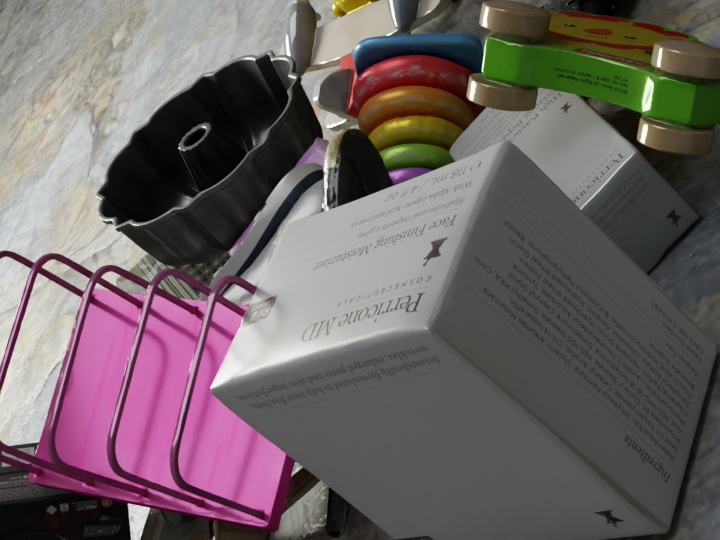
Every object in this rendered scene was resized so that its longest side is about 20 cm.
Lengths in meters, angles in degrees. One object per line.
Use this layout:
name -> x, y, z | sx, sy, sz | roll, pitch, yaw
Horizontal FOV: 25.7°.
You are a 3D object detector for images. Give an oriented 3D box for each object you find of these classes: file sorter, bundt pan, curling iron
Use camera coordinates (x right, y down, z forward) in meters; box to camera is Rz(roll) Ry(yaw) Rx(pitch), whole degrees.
file sorter -> -0.147, 0.069, 0.998 | 0.198, 0.125, 0.140 | 5, 73, 30
bundt pan -> -0.112, -0.082, 1.276 | 0.201, 0.076, 0.203 | -28, 33, 19
curling iron -> -0.010, 0.111, 1.155 | 0.201, 0.025, 0.050 | -89, 24, -46

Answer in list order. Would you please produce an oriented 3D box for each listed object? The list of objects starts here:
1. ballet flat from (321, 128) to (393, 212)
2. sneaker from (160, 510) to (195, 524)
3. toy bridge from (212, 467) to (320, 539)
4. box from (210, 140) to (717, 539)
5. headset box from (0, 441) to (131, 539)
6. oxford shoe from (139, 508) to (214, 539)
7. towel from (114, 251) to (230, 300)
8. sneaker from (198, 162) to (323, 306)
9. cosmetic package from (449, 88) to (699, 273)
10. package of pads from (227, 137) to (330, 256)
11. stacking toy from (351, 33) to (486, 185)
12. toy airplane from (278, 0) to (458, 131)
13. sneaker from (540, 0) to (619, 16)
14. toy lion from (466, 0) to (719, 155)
ballet flat -> -0.004, 0.009, 1.033 | 0.056, 0.066, 0.202 | -6, 90, 46
sneaker -> -0.094, 0.099, 1.166 | 0.078, 0.076, 0.201 | 9, 53, 14
toy bridge -> -0.050, 0.121, 1.104 | 0.027, 0.066, 0.201 | -107, 29, -51
box -> 0.060, 0.057, 0.908 | 0.198, 0.200, 0.132 | -18, 40, 47
headset box -> -0.236, 0.228, 1.144 | 0.147, 0.202, 0.077 | -5, 27, -10
oxford shoe -> -0.123, 0.167, 1.232 | 0.200, 0.057, 0.076 | -73, 0, -62
towel -> -0.086, 0.009, 1.298 | 0.192, 0.035, 0.200 | -41, 52, -4
sneaker -> -0.057, 0.027, 1.088 | 0.080, 0.076, 0.201 | 34, 98, 26
cosmetic package -> 0.140, -0.061, 1.080 | 0.102, 0.074, 0.200 | -46, 25, 8
package of pads -> 0.000, 0.000, 1.149 | 0.121, 0.075, 0.200 | -53, 48, 7
stacking toy -> 0.045, -0.079, 1.243 | 0.108, 0.116, 0.202 | -2, 65, 9
toy airplane -> -0.003, -0.230, 1.453 | 0.200, 0.141, 0.200 | -43, 27, 15
sneaker -> 0.174, -0.192, 1.217 | 0.200, 0.060, 0.104 | -52, 24, 10
toy lion -> 0.175, -0.140, 1.057 | 0.199, 0.191, 0.069 | 19, 111, 30
